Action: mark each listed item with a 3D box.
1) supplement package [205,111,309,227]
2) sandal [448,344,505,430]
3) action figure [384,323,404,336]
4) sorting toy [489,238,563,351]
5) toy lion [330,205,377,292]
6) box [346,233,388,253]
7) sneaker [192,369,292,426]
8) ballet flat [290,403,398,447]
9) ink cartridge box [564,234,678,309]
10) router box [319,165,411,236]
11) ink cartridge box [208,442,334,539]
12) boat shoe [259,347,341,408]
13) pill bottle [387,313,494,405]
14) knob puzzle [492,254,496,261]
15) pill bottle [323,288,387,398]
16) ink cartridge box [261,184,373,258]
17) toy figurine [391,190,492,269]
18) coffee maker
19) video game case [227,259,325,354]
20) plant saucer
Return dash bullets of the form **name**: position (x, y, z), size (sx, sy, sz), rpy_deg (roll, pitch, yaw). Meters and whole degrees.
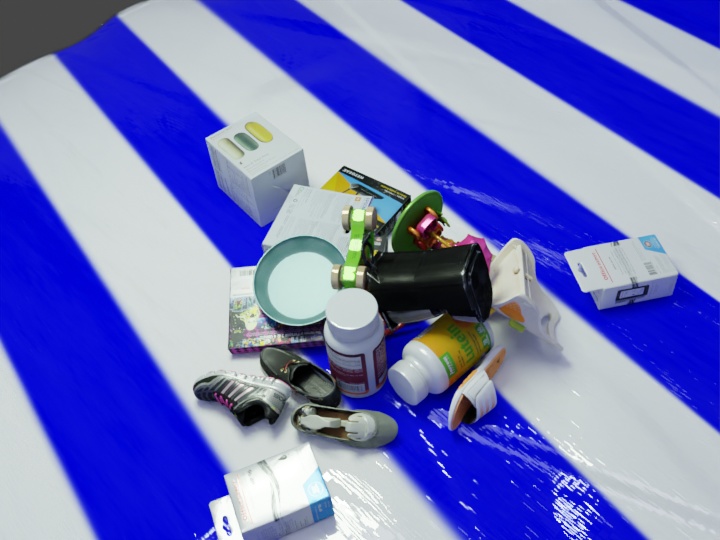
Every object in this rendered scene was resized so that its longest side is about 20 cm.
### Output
- **supplement package**: position (-0.241, -0.242, 1.859), size (0.151, 0.152, 0.200), rpy_deg (-33, 53, -22)
- **sandal**: position (0.230, 0.216, 1.444), size (0.059, 0.080, 0.207), rpy_deg (24, 52, 29)
- **action figure**: position (0.088, 0.083, 1.604), size (0.198, 0.052, 0.066), rpy_deg (-26, 55, -14)
- **sorting toy**: position (0.328, 0.070, 1.519), size (0.179, 0.107, 0.201), rpy_deg (39, 30, -16)
- **toy lion**: position (0.000, 0.000, 1.536), size (0.068, 0.192, 0.203), rpy_deg (3, 66, 13)
- **box**: position (-0.048, -0.009, 1.698), size (0.197, 0.049, 0.160), rpy_deg (5, 48, 10)
- **sneaker**: position (-0.229, 0.244, 1.468), size (0.197, 0.074, 0.088), rpy_deg (4, 53, 14)
- **ballet flat**: position (-0.033, 0.281, 1.416), size (0.197, 0.064, 0.068), rpy_deg (6, 83, 14)
- **ink cartridge box**: position (0.524, 0.006, 1.603), size (0.197, 0.068, 0.117), rpy_deg (-10, 47, -4)
- **router box**: position (-0.002, -0.150, 1.818), size (0.198, 0.051, 0.149), rpy_deg (26, 57, 26)
- **ink cartridge box**: position (-0.157, 0.389, 1.333), size (0.198, 0.068, 0.117), rpy_deg (-20, 48, -12)
- **boat shoe**: position (-0.119, 0.198, 1.509), size (0.200, 0.064, 0.074), rpy_deg (30, 59, 30)
- **pill bottle**: position (0.149, 0.160, 1.481), size (0.199, 0.112, 0.111), rpy_deg (-36, 54, -25)
- **knob puzzle**: position (0.227, 0.019, 1.641), size (0.216, 0.031, 0.221), rpy_deg (3, 35, -2)
- **pill bottle**: position (-0.009, 0.135, 1.459), size (0.112, 0.202, 0.115), rpy_deg (-3, 47, 3)
- **ink cartridge box**: position (-0.089, -0.098, 1.721), size (0.197, 0.041, 0.201), rpy_deg (10, 50, 17)
- **toy figurine**: position (0.181, -0.036, 1.564), size (0.184, 0.200, 0.150), rpy_deg (39, 82, 28)
- **coffee maker**: position (0.122, 0.018, 1.424), size (0.198, 0.192, 0.136), rpy_deg (-7, 58, 30)
- **video game case**: position (-0.171, 0.073, 1.606), size (0.197, 0.036, 0.184), rpy_deg (-6, 63, 5)
- **plant saucer**: position (-0.117, 0.024, 1.582), size (0.197, 0.036, 0.203), rpy_deg (-3, 63, 5)
